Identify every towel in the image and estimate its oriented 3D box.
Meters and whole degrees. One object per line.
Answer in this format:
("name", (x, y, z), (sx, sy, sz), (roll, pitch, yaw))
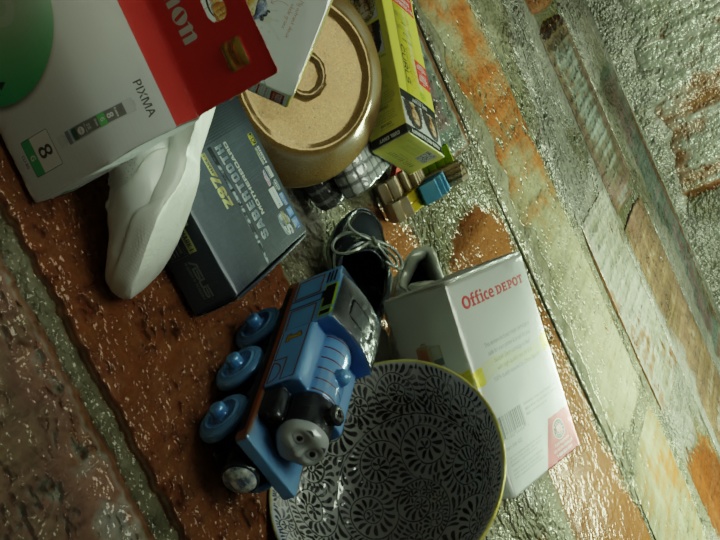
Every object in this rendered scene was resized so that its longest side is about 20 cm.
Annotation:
("towel", (-0.032, -0.174, 1.147), (0.167, 0.085, 0.200), (59, 29, -15))

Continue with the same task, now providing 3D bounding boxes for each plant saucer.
("plant saucer", (-0.058, -0.180, 1.017), (0.197, 0.035, 0.204), (-1, 91, -29))

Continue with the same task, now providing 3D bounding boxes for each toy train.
("toy train", (-0.052, 0.088, 0.868), (0.087, 0.113, 0.201), (53, 29, -25))

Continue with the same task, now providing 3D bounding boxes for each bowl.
("bowl", (0.032, 0.184, 0.893), (0.095, 0.197, 0.204), (59, 23, -50))

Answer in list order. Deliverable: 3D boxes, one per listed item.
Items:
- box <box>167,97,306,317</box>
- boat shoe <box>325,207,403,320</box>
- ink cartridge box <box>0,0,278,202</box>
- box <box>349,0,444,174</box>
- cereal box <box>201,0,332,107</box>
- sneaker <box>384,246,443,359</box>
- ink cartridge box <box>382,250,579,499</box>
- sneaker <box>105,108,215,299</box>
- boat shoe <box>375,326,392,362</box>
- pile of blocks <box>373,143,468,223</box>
("box", (-0.133, -0.084, 0.914), (0.202, 0.050, 0.158), (62, 27, -10))
("boat shoe", (0.000, 0.000, 1.074), (0.074, 0.062, 0.202), (23, 40, -8))
("ink cartridge box", (-0.173, -0.157, 0.725), (0.163, 0.198, 0.050), (64, 29, -6))
("box", (0.033, -0.206, 1.142), (0.075, 0.050, 0.203), (25, 48, -50))
("cereal box", (-0.120, -0.238, 0.880), (0.197, 0.040, 0.146), (22, 79, -7))
("sneaker", (0.061, 0.060, 1.115), (0.100, 0.076, 0.202), (100, -15, -50))
("ink cartridge box", (0.117, 0.099, 1.044), (0.144, 0.083, 0.204), (-19, 92, -51))
("sneaker", (-0.164, -0.084, 0.803), (0.075, 0.087, 0.204), (5, 102, -85))
("boat shoe", (0.019, 0.125, 1.033), (0.072, 0.065, 0.202), (49, 32, -33))
("pile of blocks", (0.075, -0.117, 1.307), (0.063, 0.081, 0.200), (63, 27, -9))
